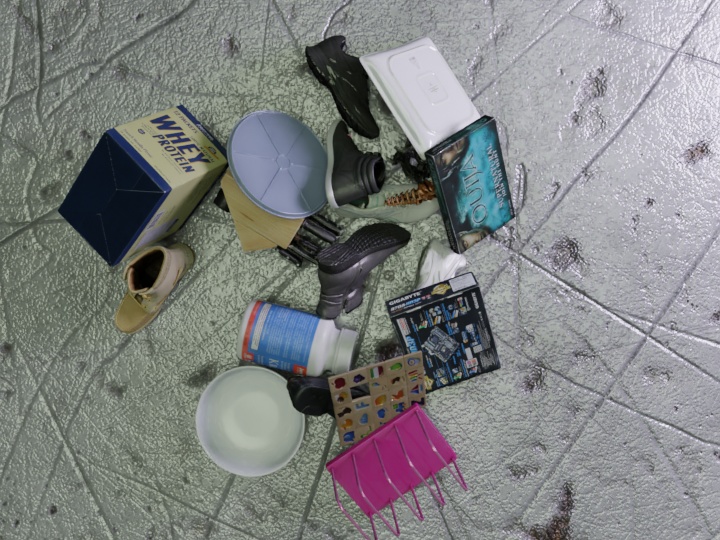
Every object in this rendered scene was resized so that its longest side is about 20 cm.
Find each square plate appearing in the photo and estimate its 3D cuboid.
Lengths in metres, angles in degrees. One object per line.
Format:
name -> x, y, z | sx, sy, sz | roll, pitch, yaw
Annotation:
square plate -> 0.114, -0.302, 1.318 | 0.028, 0.200, 0.198 | -32, 91, 46

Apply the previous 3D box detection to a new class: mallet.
mallet -> -0.178, -0.087, 1.415 | 0.200, 0.041, 0.066 | 42, 95, -3

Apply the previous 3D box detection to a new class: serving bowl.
serving bowl -> -0.195, 0.268, 1.416 | 0.199, 0.066, 0.201 | 0, 92, 4

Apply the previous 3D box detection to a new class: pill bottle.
pill bottle -> -0.110, 0.126, 1.380 | 0.199, 0.112, 0.113 | 13, 94, 4

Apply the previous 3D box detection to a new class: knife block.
knife block -> -0.129, -0.100, 1.346 | 0.175, 0.064, 0.201 | -10, 117, 10

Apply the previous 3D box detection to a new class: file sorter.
file sorter -> 0.065, 0.363, 1.354 | 0.200, 0.125, 0.139 | -35, 111, 5

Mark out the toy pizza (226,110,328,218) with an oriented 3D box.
toy pizza -> -0.137, -0.178, 1.320 | 0.200, 0.032, 0.201 | 14, 64, -30

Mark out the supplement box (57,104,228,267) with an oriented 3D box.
supplement box -> -0.357, -0.145, 1.308 | 0.134, 0.200, 0.200 | 46, 123, 0

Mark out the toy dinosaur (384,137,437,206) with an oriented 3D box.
toy dinosaur -> 0.121, -0.172, 1.339 | 0.136, 0.200, 0.102 | 52, 133, 3

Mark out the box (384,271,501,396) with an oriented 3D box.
box -> 0.146, 0.113, 1.342 | 0.158, 0.046, 0.200 | -20, 125, 3

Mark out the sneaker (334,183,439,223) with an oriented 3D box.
sneaker -> 0.045, -0.118, 1.375 | 0.199, 0.080, 0.071 | -1, 91, 3

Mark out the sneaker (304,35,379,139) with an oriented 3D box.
sneaker -> -0.015, -0.327, 1.374 | 0.091, 0.076, 0.200 | -33, 94, -5

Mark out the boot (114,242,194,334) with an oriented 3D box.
boot -> -0.385, 0.035, 1.372 | 0.073, 0.155, 0.200 | 42, 95, 1

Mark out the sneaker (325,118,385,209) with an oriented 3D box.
sneaker -> -0.005, -0.191, 1.338 | 0.099, 0.071, 0.201 | -10, 49, 12

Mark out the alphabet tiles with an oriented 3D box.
alphabet tiles -> 0.036, 0.237, 1.362 | 0.167, 0.008, 0.201 | -15, 127, -10

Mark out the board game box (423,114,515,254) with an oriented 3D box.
board game box -> 0.188, -0.142, 1.314 | 0.135, 0.028, 0.200 | -34, 126, -18

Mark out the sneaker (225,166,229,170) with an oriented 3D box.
sneaker -> -0.161, -0.189, 1.390 | 0.199, 0.075, 0.085 | 21, 96, -7

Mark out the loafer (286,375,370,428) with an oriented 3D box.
loafer -> -0.040, 0.226, 1.382 | 0.200, 0.072, 0.073 | 25, 99, -32

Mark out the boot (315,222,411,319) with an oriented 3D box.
boot -> 0.000, 0.000, 1.385 | 0.200, 0.070, 0.132 | -22, 133, -29

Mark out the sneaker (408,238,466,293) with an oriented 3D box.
sneaker -> 0.131, 0.050, 1.380 | 0.099, 0.078, 0.201 | 21, 96, -2
